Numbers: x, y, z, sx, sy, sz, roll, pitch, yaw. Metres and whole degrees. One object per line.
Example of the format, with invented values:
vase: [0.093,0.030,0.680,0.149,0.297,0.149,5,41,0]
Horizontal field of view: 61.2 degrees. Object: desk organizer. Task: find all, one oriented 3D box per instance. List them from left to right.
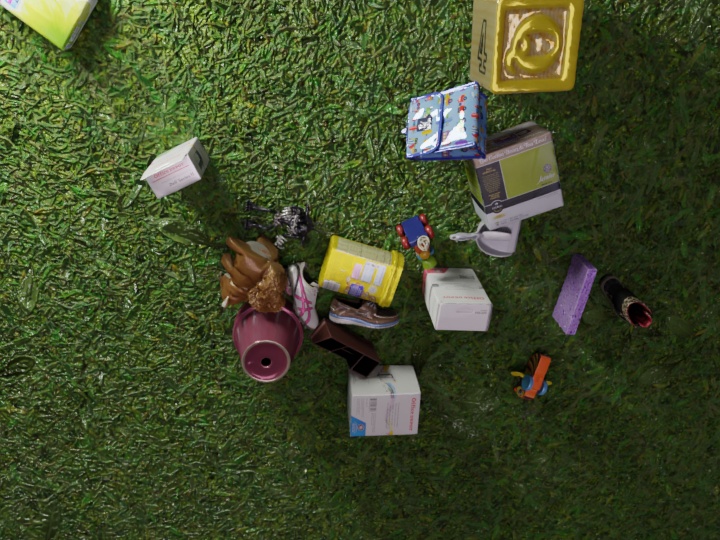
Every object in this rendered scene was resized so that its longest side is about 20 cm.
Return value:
desk organizer: [-0.041,0.219,1.690,0.199,0.077,0.072,31,109,-34]

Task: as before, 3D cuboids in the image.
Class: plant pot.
plant pot: [-0.248,0.195,1.629,0.196,0.180,0.203,-2,114,-5]

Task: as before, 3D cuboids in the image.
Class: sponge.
sponge: [0.595,0.066,1.695,0.029,0.112,0.203,7,114,-7]

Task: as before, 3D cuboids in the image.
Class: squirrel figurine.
squirrel figurine: [-0.280,0.033,1.554,0.200,0.141,0.188,43,115,13]

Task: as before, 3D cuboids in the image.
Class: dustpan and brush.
dustpan and brush: [0.332,-0.096,1.618,0.196,0.058,0.142,2,121,-2]

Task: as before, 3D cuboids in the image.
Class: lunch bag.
lunch bag: [0.193,-0.341,1.437,0.197,0.094,0.154,-2,79,28]

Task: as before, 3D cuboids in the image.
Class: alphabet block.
alphabet block: [0.361,-0.511,1.358,0.191,0.201,0.200,-5,115,-4]

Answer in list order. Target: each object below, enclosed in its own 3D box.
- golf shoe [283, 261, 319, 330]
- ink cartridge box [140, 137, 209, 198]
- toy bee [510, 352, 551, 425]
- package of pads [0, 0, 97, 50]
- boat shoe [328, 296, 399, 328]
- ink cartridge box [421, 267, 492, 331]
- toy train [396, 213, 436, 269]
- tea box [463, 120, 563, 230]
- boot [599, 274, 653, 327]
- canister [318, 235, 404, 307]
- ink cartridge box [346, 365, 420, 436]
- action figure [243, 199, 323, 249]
golf shoe: [-0.145,0.072,1.642,0.091,0.073,0.202,-20,115,4]
ink cartridge box: [-0.424,-0.233,1.403,0.116,0.201,0.068,-24,115,6]
toy bee: [0.500,0.342,1.829,0.130,0.109,0.201,39,81,-12]
package of pads: [-0.671,-0.595,1.286,0.199,0.068,0.155,35,108,-20]
boat shoe: [0.013,0.111,1.677,0.196,0.072,0.074,3,113,-8]
ink cartridge box: [0.251,0.073,1.613,0.143,0.201,0.086,2,115,-6]
toy train: [0.161,-0.050,1.551,0.084,0.201,0.117,-24,120,6]
tea box: [0.377,-0.239,1.521,0.197,0.134,0.199,-18,116,2]
boot: [0.767,0.113,1.712,0.073,0.151,0.200,-38,113,12]
canister: [0.000,0.000,1.615,0.197,0.087,0.151,16,107,-11]
ink cartridge box: [0.064,0.373,1.761,0.196,0.145,0.150,0,115,-6]
action figure: [-0.195,-0.117,1.536,0.196,0.102,0.121,9,112,-6]
